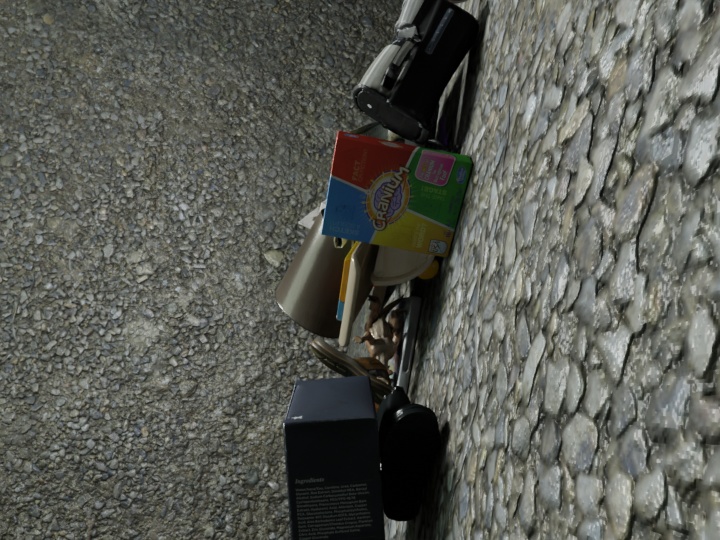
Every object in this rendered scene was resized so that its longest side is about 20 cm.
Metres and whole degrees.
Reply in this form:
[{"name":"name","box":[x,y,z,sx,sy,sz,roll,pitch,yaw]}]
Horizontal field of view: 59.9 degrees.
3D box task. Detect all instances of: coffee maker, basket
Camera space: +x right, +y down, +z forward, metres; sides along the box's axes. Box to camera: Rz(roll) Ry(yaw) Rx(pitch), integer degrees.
[{"name":"coffee maker","box":[0.111,-0.324,1.036,0.201,0.191,0.135,-60,23,-6]},{"name":"basket","box":[-0.060,-0.004,1.190,0.180,0.135,0.201,43,120,36]}]

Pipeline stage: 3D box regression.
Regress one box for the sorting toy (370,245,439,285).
[{"name":"sorting toy","box":[0.094,-0.088,1.068,0.180,0.106,0.202,-70,-7,-68]}]

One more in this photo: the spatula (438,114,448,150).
[{"name":"spatula","box":[0.139,-0.179,1.141,0.057,0.020,0.202,-176,95,-85]}]

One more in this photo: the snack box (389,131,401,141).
[{"name":"snack box","box":[0.057,-0.271,1.260,0.201,0.037,0.116,-62,-13,24]}]

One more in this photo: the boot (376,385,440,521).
[{"name":"boot","box":[0.058,0.226,0.874,0.163,0.073,0.200,-92,6,-62]}]

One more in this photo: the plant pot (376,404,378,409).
[{"name":"plant pot","box":[-0.026,0.319,1.200,0.140,0.199,0.201,-56,18,39]}]

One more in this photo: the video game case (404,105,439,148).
[{"name":"video game case","box":[0.117,-0.266,1.178,0.182,0.023,0.202,48,-130,-71]}]

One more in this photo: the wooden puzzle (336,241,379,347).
[{"name":"wooden puzzle","box":[0.000,0.000,1.056,0.201,0.037,0.186,-66,-11,-50]}]

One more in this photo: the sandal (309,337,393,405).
[{"name":"sandal","box":[0.005,0.168,1.058,0.055,0.199,0.082,-52,-10,-25]}]

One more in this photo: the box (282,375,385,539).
[{"name":"box","box":[-0.032,0.263,0.824,0.197,0.116,0.202,-109,15,-85]}]

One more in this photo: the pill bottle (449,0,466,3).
[{"name":"pill bottle","box":[0.165,-0.534,0.989,0.200,0.111,0.113,111,169,-72]}]

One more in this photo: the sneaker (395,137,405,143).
[{"name":"sneaker","box":[0.098,-0.202,1.299,0.083,0.070,0.200,-61,-25,-13]}]

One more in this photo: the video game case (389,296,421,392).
[{"name":"video game case","box":[0.078,0.143,1.208,0.200,0.023,0.184,134,146,-84]}]

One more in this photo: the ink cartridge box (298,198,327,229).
[{"name":"ink cartridge box","box":[-0.013,-0.105,1.273,0.117,0.199,0.068,-48,-24,-60]}]

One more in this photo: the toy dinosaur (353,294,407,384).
[{"name":"toy dinosaur","box":[0.034,0.135,1.159,0.201,0.085,0.136,-76,-6,-45]}]

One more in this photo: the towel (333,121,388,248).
[{"name":"towel","box":[0.009,-0.150,1.072,0.200,0.034,0.194,-43,-39,-58]}]

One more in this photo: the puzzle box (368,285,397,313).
[{"name":"puzzle box","box":[0.073,-0.020,1.250,0.200,0.025,0.134,-53,-20,-55]}]

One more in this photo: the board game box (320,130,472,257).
[{"name":"board game box","box":[0.050,-0.111,0.932,0.040,0.198,0.154,-87,7,-65]}]
